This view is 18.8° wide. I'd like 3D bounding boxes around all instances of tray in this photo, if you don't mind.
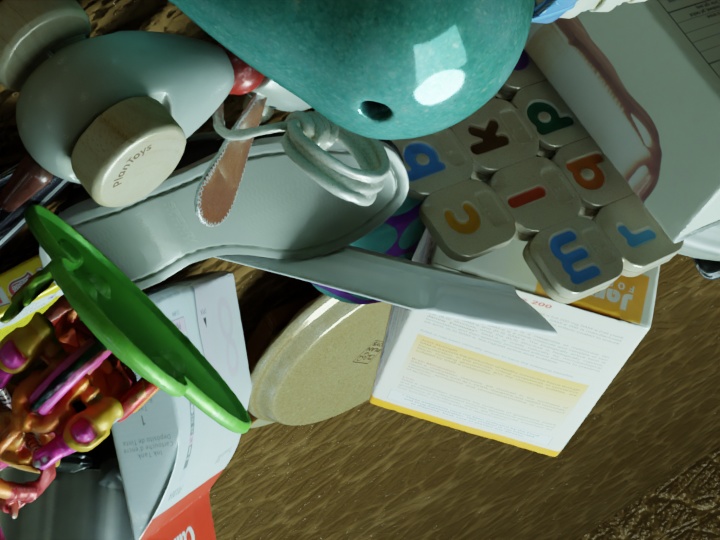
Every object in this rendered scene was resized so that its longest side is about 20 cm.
[{"bbox_3d":[0.000,0.000,1.138,0.107,0.199,0.022,10,93,-45],"label":"tray"}]

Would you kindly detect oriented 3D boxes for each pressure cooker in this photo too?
[{"bbox_3d":[-0.183,0.180,1.360,0.174,0.202,0.179,-5,155,11],"label":"pressure cooker"}]

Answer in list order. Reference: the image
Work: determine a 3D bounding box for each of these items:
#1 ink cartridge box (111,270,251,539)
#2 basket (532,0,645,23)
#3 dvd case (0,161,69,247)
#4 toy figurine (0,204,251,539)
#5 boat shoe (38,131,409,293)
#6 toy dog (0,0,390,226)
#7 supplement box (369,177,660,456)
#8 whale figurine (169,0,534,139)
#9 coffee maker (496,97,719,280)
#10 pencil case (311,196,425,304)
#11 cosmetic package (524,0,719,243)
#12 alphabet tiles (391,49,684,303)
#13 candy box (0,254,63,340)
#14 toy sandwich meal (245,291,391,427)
[{"bbox_3d":[-0.097,0.108,1.274,0.057,0.202,0.163,-13,-177,12],"label":"ink cartridge box"},{"bbox_3d":[0.088,-0.200,0.974,0.198,0.140,0.177,2,149,-17],"label":"basket"},{"bbox_3d":[-0.215,0.004,1.021,0.149,0.016,0.200,-39,179,32],"label":"dvd case"},{"bbox_3d":[-0.167,0.086,1.017,0.184,0.150,0.200,-45,-178,0],"label":"toy figurine"},{"bbox_3d":[-0.069,-0.039,1.113,0.199,0.074,0.061,-18,-148,19],"label":"boat shoe"},{"bbox_3d":[-0.095,-0.066,0.998,0.199,0.132,0.096,11,133,-40],"label":"toy dog"},{"bbox_3d":[0.087,0.025,1.255,0.200,0.125,0.074,114,-8,-63],"label":"supplement box"},{"bbox_3d":[-0.025,-0.117,0.924,0.198,0.105,0.159,9,152,-7],"label":"whale figurine"},{"bbox_3d":[0.153,-0.093,1.342,0.199,0.192,0.135,9,120,-38],"label":"coffee maker"},{"bbox_3d":[0.018,-0.059,1.278,0.092,0.086,0.200,-3,153,-14],"label":"pencil case"},{"bbox_3d":[0.160,-0.126,1.170,0.103,0.201,0.087,-17,155,-42],"label":"cosmetic package"},{"bbox_3d":[0.087,-0.076,1.169,0.195,0.201,0.015,-21,161,-38],"label":"alphabet tiles"},{"bbox_3d":[-0.188,0.022,1.195,0.199,0.027,0.102,-29,172,-19],"label":"candy box"},{"bbox_3d":[-0.012,0.033,1.502,0.204,0.070,0.206,-30,157,-14],"label":"toy sandwich meal"}]
